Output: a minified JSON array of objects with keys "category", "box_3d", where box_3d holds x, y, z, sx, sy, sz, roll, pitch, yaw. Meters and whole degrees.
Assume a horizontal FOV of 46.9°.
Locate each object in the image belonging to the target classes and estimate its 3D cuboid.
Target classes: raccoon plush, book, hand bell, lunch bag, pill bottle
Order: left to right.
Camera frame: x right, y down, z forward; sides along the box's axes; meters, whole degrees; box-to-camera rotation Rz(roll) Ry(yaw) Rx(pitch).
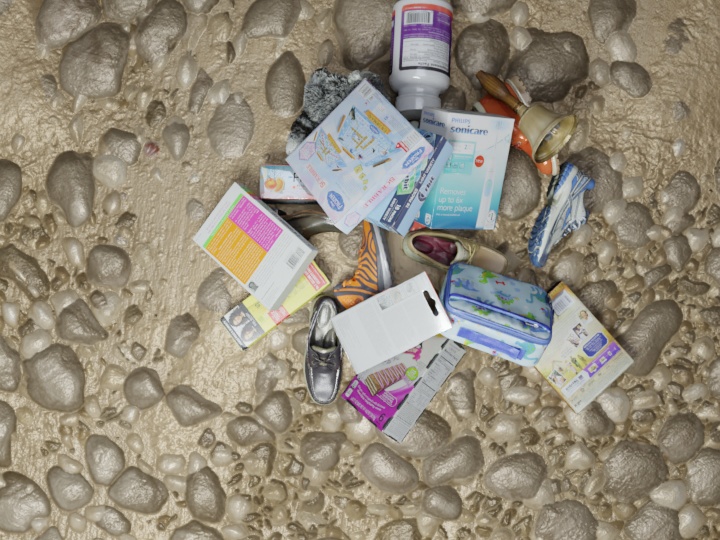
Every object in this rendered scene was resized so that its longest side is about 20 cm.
[{"category":"book","box_3d":[-0.184,-0.044,1.457,0.200,0.048,0.134,42,105,20]},{"category":"raccoon plush","box_3d":[-0.032,-0.273,1.475,0.134,0.097,0.201,13,80,29]},{"category":"pill bottle","box_3d":[0.108,-0.380,1.503,0.111,0.111,0.201,3,87,-1]},{"category":"lunch bag","box_3d":[0.230,0.075,1.425,0.199,0.161,0.083,20,126,1]},{"category":"hand bell","box_3d":[0.277,-0.292,1.465,0.104,0.104,0.200,-40,65,-3]}]

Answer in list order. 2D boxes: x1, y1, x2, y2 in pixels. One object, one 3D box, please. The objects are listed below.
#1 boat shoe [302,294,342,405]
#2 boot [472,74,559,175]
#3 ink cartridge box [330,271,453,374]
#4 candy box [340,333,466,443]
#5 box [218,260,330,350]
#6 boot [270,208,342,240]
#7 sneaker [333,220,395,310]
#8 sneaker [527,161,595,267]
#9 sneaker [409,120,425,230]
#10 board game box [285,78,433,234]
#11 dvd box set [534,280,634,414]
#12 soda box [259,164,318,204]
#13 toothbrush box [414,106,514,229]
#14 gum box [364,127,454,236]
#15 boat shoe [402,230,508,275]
[{"category":"boat shoe","box_3d":[-0.067,0.143,1.491,0.072,0.065,0.201,4,87,-2]},{"category":"boot","box_3d":[0.286,-0.247,1.524,0.107,0.075,0.200,-29,79,0]},{"category":"ink cartridge box","box_3d":[0.057,0.087,1.416,0.200,0.050,0.109,-28,85,24]},{"category":"candy box","box_3d":[0.074,0.181,1.456,0.200,0.136,0.061,-54,130,-4]},{"category":"box","box_3d":[-0.153,0.057,1.501,0.200,0.050,0.075,-36,87,-4]},{"category":"boot","box_3d":[-0.105,-0.057,1.487,0.199,0.075,0.097,4,87,21]},{"category":"sneaker","box_3d":[0.000,0.000,1.497,0.112,0.078,0.201,-12,75,10]},{"category":"sneaker","box_3d":[0.373,-0.094,1.513,0.085,0.077,0.201,23,87,-4]},{"category":"sneaker","box_3d":[0.103,-0.169,1.515,0.084,0.075,0.201,10,92,-7]},{"category":"board game box","box_3d":[-0.007,-0.193,1.382,0.199,0.041,0.200,-43,50,9]},{"category":"dvd box set","box_3d":[0.380,0.140,1.519,0.146,0.029,0.200,-43,89,-3]},{"category":"soda box","box_3d":[-0.082,-0.155,1.506,0.199,0.068,0.064,2,86,-2]},{"category":"toothbrush box","box_3d":[0.173,-0.178,1.450,0.146,0.085,0.201,0,106,-32]},{"category":"gum box","box_3d":[0.035,-0.167,1.396,0.200,0.045,0.170,25,83,42]},{"category":"boat shoe","box_3d":[0.175,-0.026,1.506,0.199,0.066,0.074,12,87,-1]}]
